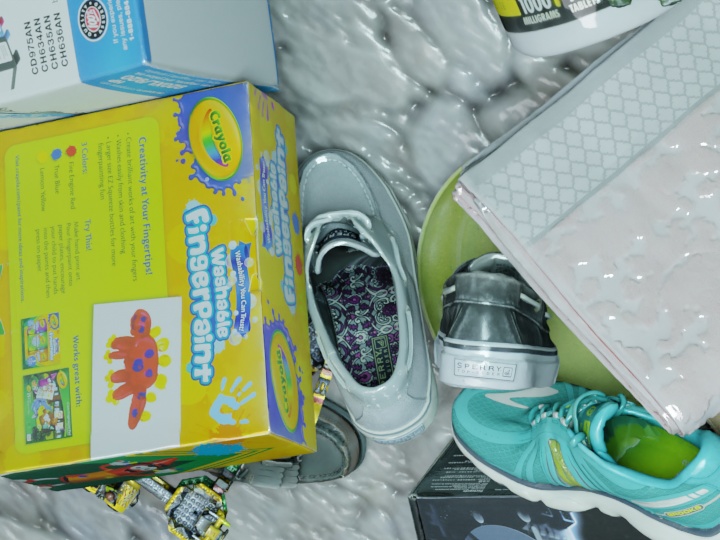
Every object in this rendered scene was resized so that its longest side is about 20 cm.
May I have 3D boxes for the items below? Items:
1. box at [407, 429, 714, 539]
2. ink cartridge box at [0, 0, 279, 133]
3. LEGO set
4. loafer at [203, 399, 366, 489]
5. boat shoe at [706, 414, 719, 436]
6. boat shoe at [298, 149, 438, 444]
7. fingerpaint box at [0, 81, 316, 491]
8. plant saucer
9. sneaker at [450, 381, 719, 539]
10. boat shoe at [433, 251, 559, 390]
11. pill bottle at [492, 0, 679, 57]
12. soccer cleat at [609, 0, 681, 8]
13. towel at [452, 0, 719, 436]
[{"bbox_3d":[0.148,0.187,1.429,0.199,0.086,0.164,-3,112,26],"label":"box"},{"bbox_3d":[-0.173,-0.159,1.348,0.199,0.144,0.148,-11,84,29],"label":"ink cartridge box"},{"bbox_3d":[-0.098,0.072,1.421,0.154,0.116,0.200,44,92,-2],"label":"LEGO set"},{"bbox_3d":[-0.097,0.107,1.517,0.199,0.063,0.072,12,119,19],"label":"loafer"},{"bbox_3d":[0.169,0.015,1.315,0.064,0.071,0.201,-27,93,38],"label":"boat shoe"},{"bbox_3d":[-0.001,0.001,1.355,0.070,0.201,0.072,-18,146,3],"label":"boat shoe"},{"bbox_3d":[-0.117,0.012,1.329,0.166,0.073,0.201,-11,73,19],"label":"fingerpaint box"},{"bbox_3d":[0.130,0.008,1.384,0.199,0.031,0.201,11,118,21],"label":"plant saucer"},{"bbox_3d":[0.134,0.092,1.333,0.199,0.078,0.080,15,152,37],"label":"sneaker"},{"bbox_3d":[0.079,0.026,1.301,0.072,0.200,0.071,8,92,2],"label":"boat shoe"},{"bbox_3d":[0.095,-0.223,1.236,0.112,0.112,0.201,-16,107,30],"label":"pill bottle"},{"bbox_3d":[0.169,-0.178,1.186,0.067,0.199,0.081,-21,78,53],"label":"soccer cleat"},{"bbox_3d":[0.178,-0.041,1.230,0.191,0.200,0.032,48,171,23],"label":"towel"}]
